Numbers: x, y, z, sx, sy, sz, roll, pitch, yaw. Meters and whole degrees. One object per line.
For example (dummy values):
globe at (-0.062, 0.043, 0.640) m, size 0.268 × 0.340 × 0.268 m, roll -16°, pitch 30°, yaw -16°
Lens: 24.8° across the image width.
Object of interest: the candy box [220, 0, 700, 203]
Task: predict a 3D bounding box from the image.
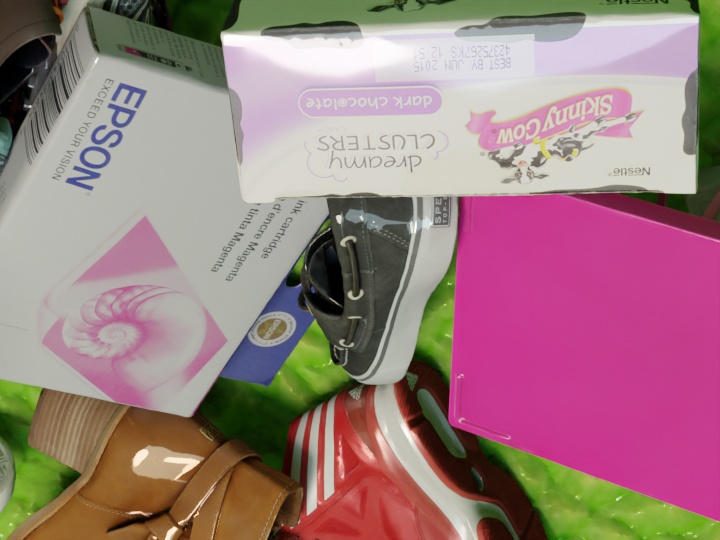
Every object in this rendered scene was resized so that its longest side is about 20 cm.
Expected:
candy box at (0.045, -0.108, 0.645) m, size 0.166 × 0.201 × 0.072 m, roll -1°, pitch 124°, yaw 8°

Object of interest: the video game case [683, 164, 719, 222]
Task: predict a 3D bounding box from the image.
video game case at (0.275, 0.007, 0.797) m, size 0.198 × 0.022 × 0.183 m, roll -15°, pitch 120°, yaw 15°

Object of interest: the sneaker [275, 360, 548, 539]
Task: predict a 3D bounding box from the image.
sneaker at (0.028, 0.147, 0.902) m, size 0.115 × 0.078 × 0.201 m, roll -19°, pitch 107°, yaw 29°

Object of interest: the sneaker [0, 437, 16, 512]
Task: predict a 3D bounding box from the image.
sneaker at (-0.283, 0.131, 0.929) m, size 0.198 × 0.074 × 0.117 m, roll 11°, pitch 126°, yaw 12°

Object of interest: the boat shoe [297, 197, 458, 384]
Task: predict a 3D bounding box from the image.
boat shoe at (0.000, 0.000, 0.762) m, size 0.056 × 0.069 × 0.200 m, roll -1°, pitch 157°, yaw -9°

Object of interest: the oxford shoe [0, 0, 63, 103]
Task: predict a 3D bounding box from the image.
oxford shoe at (-0.154, -0.119, 0.682) m, size 0.072 × 0.202 × 0.071 m, roll 20°, pitch 159°, yaw -7°

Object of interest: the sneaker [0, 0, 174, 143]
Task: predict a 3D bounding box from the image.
sneaker at (-0.113, -0.113, 0.745) m, size 0.074 × 0.081 × 0.201 m, roll 7°, pitch 131°, yaw -23°

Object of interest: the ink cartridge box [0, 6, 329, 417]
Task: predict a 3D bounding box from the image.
ink cartridge box at (-0.079, -0.013, 0.774) m, size 0.198 × 0.044 × 0.197 m, roll 14°, pitch 128°, yaw -30°

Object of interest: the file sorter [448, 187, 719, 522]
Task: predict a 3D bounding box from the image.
file sorter at (0.156, 0.011, 0.718) m, size 0.198 × 0.125 × 0.140 m, roll 18°, pitch 128°, yaw 23°

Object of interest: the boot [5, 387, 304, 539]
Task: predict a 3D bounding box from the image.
boot at (-0.113, 0.158, 0.896) m, size 0.154 × 0.077 × 0.202 m, roll 24°, pitch 113°, yaw 18°

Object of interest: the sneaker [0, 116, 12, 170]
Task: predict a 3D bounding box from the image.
sneaker at (-0.226, -0.101, 0.740) m, size 0.086 × 0.078 × 0.200 m, roll -44°, pitch 78°, yaw 17°
